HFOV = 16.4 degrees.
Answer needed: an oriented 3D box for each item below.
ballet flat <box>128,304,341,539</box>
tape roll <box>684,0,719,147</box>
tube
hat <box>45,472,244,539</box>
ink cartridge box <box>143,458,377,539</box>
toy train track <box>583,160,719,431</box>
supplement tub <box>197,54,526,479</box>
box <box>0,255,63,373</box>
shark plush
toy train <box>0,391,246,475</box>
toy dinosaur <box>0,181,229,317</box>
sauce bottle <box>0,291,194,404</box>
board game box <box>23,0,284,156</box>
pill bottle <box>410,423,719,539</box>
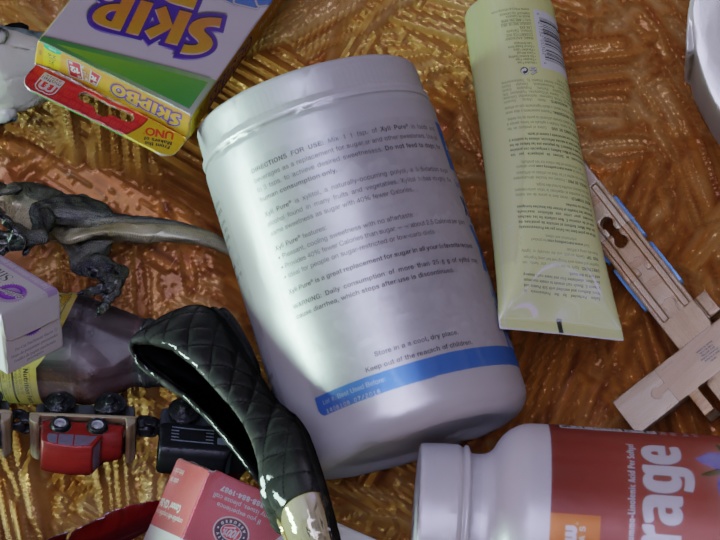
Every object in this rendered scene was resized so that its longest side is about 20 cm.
[{"bbox_3d":[-0.060,0.089,1.277,0.057,0.067,0.200,-20,40,-14],"label":"ballet flat"},{"bbox_3d":[0.278,-0.129,1.364,0.202,0.071,0.203,-1,79,6],"label":"tape roll"},{"bbox_3d":[0.093,-0.055,1.359,0.058,0.052,0.200,-13,65,10],"label":"tube"},{"bbox_3d":[-0.179,0.200,1.379,0.200,0.176,0.166,-22,71,43],"label":"hat"},{"bbox_3d":[-0.077,0.214,1.316,0.116,0.067,0.200,25,83,-19],"label":"ink cartridge box"},{"bbox_3d":[0.167,0.015,1.372,0.115,0.033,0.200,-38,72,5],"label":"toy train track"},{"bbox_3d":[0.000,0.000,1.340,0.132,0.132,0.200,-18,78,3],"label":"supplement tub"},{"bbox_3d":[-0.240,-0.005,1.368,0.041,0.039,0.200,-28,41,-36],"label":"box"},{"bbox_3d":[-0.209,-0.129,1.411,0.200,0.083,0.091,-11,113,7],"label":"shark plush"},{"bbox_3d":[-0.154,0.090,1.353,0.199,0.034,0.046,4,45,-4],"label":"toy train"},{"bbox_3d":[-0.156,-0.018,1.385,0.200,0.088,0.048,13,114,9],"label":"toy dinosaur"},{"bbox_3d":[-0.176,0.042,1.387,0.199,0.066,0.066,1,79,5],"label":"sauce bottle"},{"bbox_3d":[-0.098,-0.153,1.387,0.095,0.030,0.200,26,57,8],"label":"board game box"},{"bbox_3d":[0.127,0.138,1.297,0.199,0.112,0.112,4,79,-1],"label":"pill bottle"}]
